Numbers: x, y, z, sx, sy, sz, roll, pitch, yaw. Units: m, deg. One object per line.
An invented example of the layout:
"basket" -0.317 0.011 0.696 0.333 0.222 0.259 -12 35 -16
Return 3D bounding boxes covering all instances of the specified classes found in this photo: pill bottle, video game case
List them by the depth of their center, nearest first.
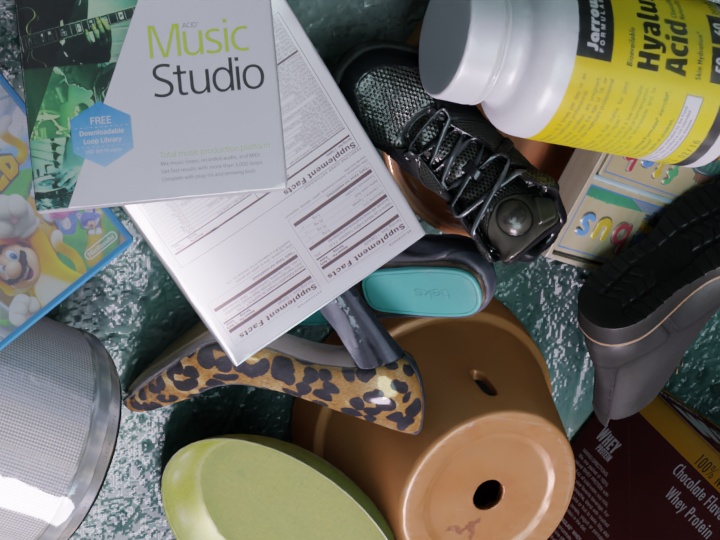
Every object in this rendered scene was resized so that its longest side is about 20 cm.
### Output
"video game case" -0.251 -0.053 1.177 0.143 0.018 0.200 -41 95 -25
"pill bottle" 0.143 -0.135 1.267 0.199 0.111 0.112 8 112 -21

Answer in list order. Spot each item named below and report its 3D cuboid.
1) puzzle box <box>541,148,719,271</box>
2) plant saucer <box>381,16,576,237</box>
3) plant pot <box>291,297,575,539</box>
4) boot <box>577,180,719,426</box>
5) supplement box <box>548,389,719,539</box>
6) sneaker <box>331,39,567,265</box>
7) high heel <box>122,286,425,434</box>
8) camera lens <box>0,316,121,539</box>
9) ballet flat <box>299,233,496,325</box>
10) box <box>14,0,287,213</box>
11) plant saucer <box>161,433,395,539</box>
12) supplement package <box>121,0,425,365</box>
"puzzle box" 0.220 -0.053 1.436 0.199 0.025 0.134 13 111 -44
"plant saucer" 0.103 -0.118 1.374 0.199 0.037 0.201 -10 119 -18
"plant pot" 0.067 0.128 1.423 0.199 0.140 0.201 -10 119 -20
"boot" 0.244 0.021 1.452 0.199 0.078 0.139 -27 143 -13
"supplement box" 0.235 0.224 1.510 0.133 0.197 0.200 32 99 -33
"sneaker" 0.068 -0.074 1.293 0.076 0.114 0.199 -46 122 2
"high heel" -0.059 0.089 1.346 0.199 0.071 0.143 -31 102 24
"camera lens" -0.264 0.090 1.245 0.199 0.160 0.160 23 104 -31
"ballet flat" 0.000 0.000 1.358 0.199 0.073 0.073 0 122 17
"box" -0.120 -0.138 1.102 0.143 0.036 0.201 -6 93 -5
"plant saucer" -0.050 0.187 1.398 0.031 0.199 0.201 -53 135 -41
"supplement package" -0.087 -0.082 1.238 0.150 0.152 0.200 -35 123 -3
